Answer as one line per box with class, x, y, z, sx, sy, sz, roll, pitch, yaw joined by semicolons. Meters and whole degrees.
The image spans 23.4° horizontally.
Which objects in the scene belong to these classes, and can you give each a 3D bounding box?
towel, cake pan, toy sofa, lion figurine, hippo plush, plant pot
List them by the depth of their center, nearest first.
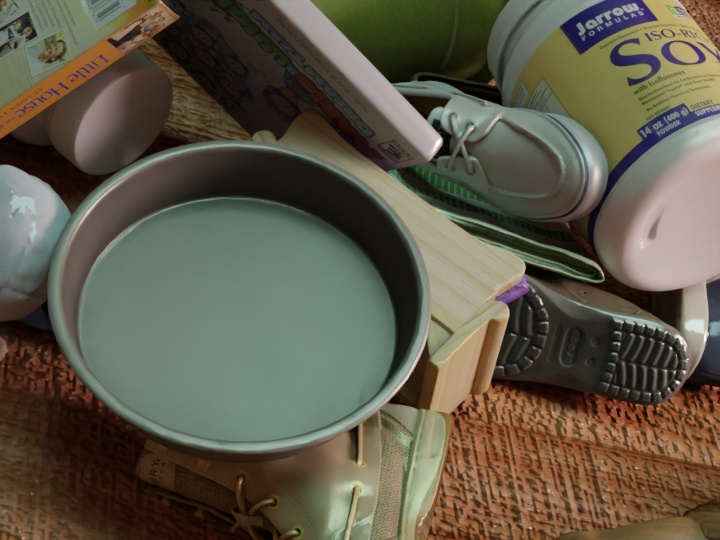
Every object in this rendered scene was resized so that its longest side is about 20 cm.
cake pan;-0.063;0.018;0.914;0.199;0.037;0.201;4;52;-5
hippo plush;-0.239;0.006;0.914;0.160;0.200;0.160;26;44;-44
lion figurine;0.158;0.163;0.963;0.199;0.073;0.122;5;4;-14
toy sofa;0.000;0.000;1.063;0.200;0.083;0.098;36;56;19
towel;0.078;-0.046;1.182;0.152;0.024;0.200;18;13;-8
plant pot;-0.015;-0.206;1.283;0.189;0.201;0.200;-20;52;-29

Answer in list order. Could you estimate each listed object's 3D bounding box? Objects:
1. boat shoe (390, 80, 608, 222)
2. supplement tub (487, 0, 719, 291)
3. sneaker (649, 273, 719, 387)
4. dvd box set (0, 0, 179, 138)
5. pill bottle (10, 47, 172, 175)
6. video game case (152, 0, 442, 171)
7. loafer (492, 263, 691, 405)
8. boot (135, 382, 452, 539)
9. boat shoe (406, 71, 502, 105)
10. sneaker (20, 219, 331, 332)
boat shoe;0.071;-0.082;1.128;0.070;0.071;0.200;0;22;-40
supplement tub;0.182;-0.102;1.163;0.145;0.146;0.200;-3;46;-32
sneaker;0.253;0.010;1.225;0.084;0.075;0.201;17;45;-6
dvd box set;-0.222;-0.160;1.065;0.147;0.199;0.029;62;11;23
pill bottle;-0.216;-0.153;1.139;0.200;0.112;0.112;40;38;25
video game case;-0.061;-0.133;1.103;0.200;0.182;0.024;44;70;-18
loafer;0.112;0.034;1.123;0.199;0.076;0.070;20;12;-4
boot;-0.045;0.133;0.893;0.155;0.073;0.201;16;47;4
boat shoe;0.121;-0.105;1.290;0.199;0.072;0.072;14;47;-11
sneaker;-0.110;0.001;0.999;0.199;0.078;0.070;10;25;2
